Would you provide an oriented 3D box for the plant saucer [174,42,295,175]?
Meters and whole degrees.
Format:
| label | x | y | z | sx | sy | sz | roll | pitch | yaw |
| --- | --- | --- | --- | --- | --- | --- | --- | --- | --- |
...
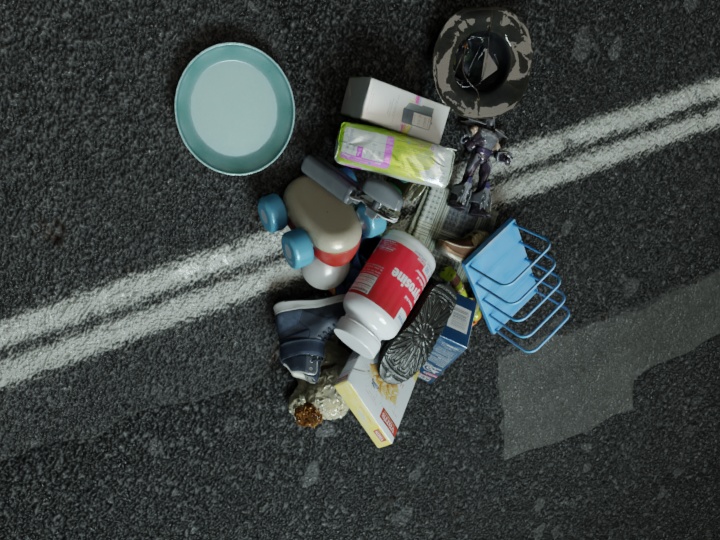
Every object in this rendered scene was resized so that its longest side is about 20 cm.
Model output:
| label | x | y | z | sx | sy | sz | roll | pitch | yaw |
| --- | --- | --- | --- | --- | --- | --- | --- | --- | --- |
| plant saucer | -0.204 | -0.262 | 0.932 | 0.193 | 0.036 | 0.208 | -7 | 111 | -18 |

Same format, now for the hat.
| label | x | y | z | sx | sy | sz | roll | pitch | yaw |
| --- | --- | --- | --- | --- | --- | --- | --- | --- | --- |
| hat | 0.210 | -0.372 | 1.031 | 0.193 | 0.081 | 0.209 | -4 | 106 | -12 |

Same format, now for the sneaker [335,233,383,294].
| label | x | y | z | sx | sy | sz | roll | pitch | yaw |
| --- | --- | --- | --- | --- | --- | --- | --- | --- | --- |
| sneaker | 0.000 | 0.000 | 1.084 | 0.071 | 0.082 | 0.207 | 2 | 110 | -23 |

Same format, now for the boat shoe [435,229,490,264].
| label | x | y | z | sx | sy | sz | roll | pitch | yaw |
| --- | --- | --- | --- | --- | --- | --- | --- | --- | --- |
| boat shoe | 0.229 | -0.047 | 1.138 | 0.195 | 0.075 | 0.074 | 10 | 101 | -37 |

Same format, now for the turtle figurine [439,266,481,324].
| label | x | y | z | sx | sy | sz | roll | pitch | yaw |
| --- | --- | --- | --- | --- | --- | --- | --- | --- | --- |
| turtle figurine | 0.201 | 0.073 | 1.172 | 0.199 | 0.066 | 0.160 | -41 | 128 | 22 |

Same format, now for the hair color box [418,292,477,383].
| label | x | y | z | sx | sy | sz | roll | pitch | yaw |
| --- | --- | --- | --- | --- | --- | --- | --- | --- | --- |
| hair color box | 0.157 | 0.136 | 1.121 | 0.059 | 0.202 | 0.102 | 22 | 58 | -1 |

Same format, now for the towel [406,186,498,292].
| label | x | y | z | sx | sy | sz | roll | pitch | yaw |
| --- | --- | --- | --- | --- | --- | --- | --- | --- | --- |
| towel | 0.175 | -0.058 | 1.165 | 0.187 | 0.034 | 0.206 | 16 | 100 | -29 |

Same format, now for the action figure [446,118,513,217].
| label | x | y | z | sx | sy | sz | roll | pitch | yaw |
| --- | --- | --- | --- | --- | --- | --- | --- | --- | --- |
| action figure | 0.233 | -0.211 | 1.094 | 0.126 | 0.069 | 0.208 | 14 | 90 | -20 |

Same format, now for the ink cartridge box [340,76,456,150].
| label | x | y | z | sx | sy | sz | roll | pitch | yaw |
| --- | --- | --- | --- | --- | --- | --- | --- | --- | --- |
| ink cartridge box | 0.075 | -0.273 | 0.991 | 0.194 | 0.117 | 0.070 | 12 | 103 | -25 |

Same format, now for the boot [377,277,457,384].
| label | x | y | z | sx | sy | sz | roll | pitch | yaw |
| --- | --- | --- | --- | --- | --- | --- | --- | --- | --- |
| boot | 0.085 | 0.098 | 1.063 | 0.079 | 0.157 | 0.213 | 39 | 85 | -21 |

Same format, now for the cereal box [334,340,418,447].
| label | x | y | z | sx | sy | sz | roll | pitch | yaw |
| --- | --- | --- | --- | --- | --- | --- | --- | --- | --- |
| cereal box | 0.037 | 0.196 | 1.044 | 0.039 | 0.201 | 0.146 | -25 | 108 | 32 |

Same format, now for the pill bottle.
| label | x | y | z | sx | sy | sz | roll | pitch | yaw |
| --- | --- | --- | --- | --- | --- | --- | --- | --- | --- |
| pill bottle | 0.039 | 0.042 | 0.984 | 0.112 | 0.111 | 0.203 | 43 | 70 | -29 |

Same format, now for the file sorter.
| label | x | y | z | sx | sy | sz | roll | pitch | yaw |
| --- | --- | --- | --- | --- | --- | --- | --- | --- | --- |
| file sorter | 0.309 | 0.036 | 1.101 | 0.138 | 0.122 | 0.203 | -39 | 127 | -11 |

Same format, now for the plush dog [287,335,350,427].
| label | x | y | z | sx | sy | sz | roll | pitch | yaw |
| --- | --- | --- | --- | --- | --- | --- | --- | --- | --- |
| plush dog | -0.059 | 0.213 | 1.088 | 0.195 | 0.172 | 0.165 | -26 | 117 | -9 |

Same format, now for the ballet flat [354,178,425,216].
| label | x | y | z | sx | sy | sz | roll | pitch | yaw |
| --- | --- | --- | --- | --- | --- | --- | --- | --- | --- |
| ballet flat | 0.078 | -0.150 | 1.074 | 0.199 | 0.068 | 0.076 | -41 | 139 | -4 |

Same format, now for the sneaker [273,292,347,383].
| label | x | y | z | sx | sy | sz | roll | pitch | yaw |
| --- | --- | --- | --- | --- | --- | --- | --- | --- | --- |
| sneaker | -0.056 | 0.124 | 1.035 | 0.194 | 0.151 | 0.078 | -8 | 156 | -2 |

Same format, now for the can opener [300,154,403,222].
| label | x | y | z | sx | sy | sz | roll | pitch | yaw |
| --- | --- | --- | --- | --- | --- | --- | --- | --- | --- |
| can opener | -0.011 | -0.145 | 0.931 | 0.053 | 0.198 | 0.068 | -11 | 134 | -58 |

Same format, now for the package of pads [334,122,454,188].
| label | x | y | z | sx | sy | sz | roll | pitch | yaw |
| --- | --- | --- | --- | --- | --- | --- | --- | --- | --- |
| package of pads | 0.054 | -0.194 | 0.956 | 0.192 | 0.155 | 0.071 | 13 | 101 | -2 |

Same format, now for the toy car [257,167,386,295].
| label | x | y | z | sx | sy | sz | roll | pitch | yaw |
| --- | --- | --- | --- | --- | --- | --- | --- | --- | --- |
| toy car | -0.073 | -0.045 | 1.022 | 0.180 | 0.178 | 0.204 | -23 | 146 | -26 |
